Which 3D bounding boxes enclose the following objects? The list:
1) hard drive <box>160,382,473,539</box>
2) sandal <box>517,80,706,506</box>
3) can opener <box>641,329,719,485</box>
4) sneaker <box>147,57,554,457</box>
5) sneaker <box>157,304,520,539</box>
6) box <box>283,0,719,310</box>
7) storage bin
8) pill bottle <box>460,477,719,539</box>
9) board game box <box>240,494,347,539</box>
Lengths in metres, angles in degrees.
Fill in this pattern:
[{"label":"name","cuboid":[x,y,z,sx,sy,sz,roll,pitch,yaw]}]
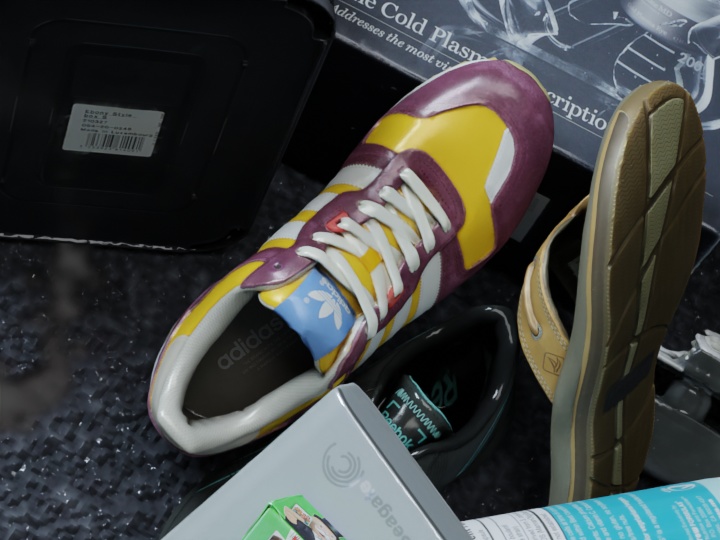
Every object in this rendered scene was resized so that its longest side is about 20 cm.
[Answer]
[{"label":"hard drive","cuboid":[-0.038,0.154,0.745,0.132,0.200,0.026,53,18,13]},{"label":"sandal","cuboid":[0.091,0.020,0.848,0.054,0.202,0.080,21,29,28]},{"label":"can opener","cuboid":[0.194,0.086,0.917,0.199,0.053,0.067,28,94,1]},{"label":"sneaker","cuboid":[0.000,0.000,0.823,0.075,0.090,0.200,44,98,-7]},{"label":"sneaker","cuboid":[-0.010,0.079,0.838,0.075,0.079,0.200,44,62,8]},{"label":"box","cuboid":[0.080,-0.106,0.941,0.199,0.104,0.183,27,59,-3]},{"label":"storage bin","cuboid":[-0.094,-0.095,0.829,0.134,0.200,0.094,4,62,-14]},{"label":"pill bottle","cuboid":[0.072,0.145,0.802,0.198,0.111,0.112,-9,66,-10]},{"label":"board game box","cuboid":[-0.039,0.195,0.716,0.135,0.200,0.029,44,16,16]}]
